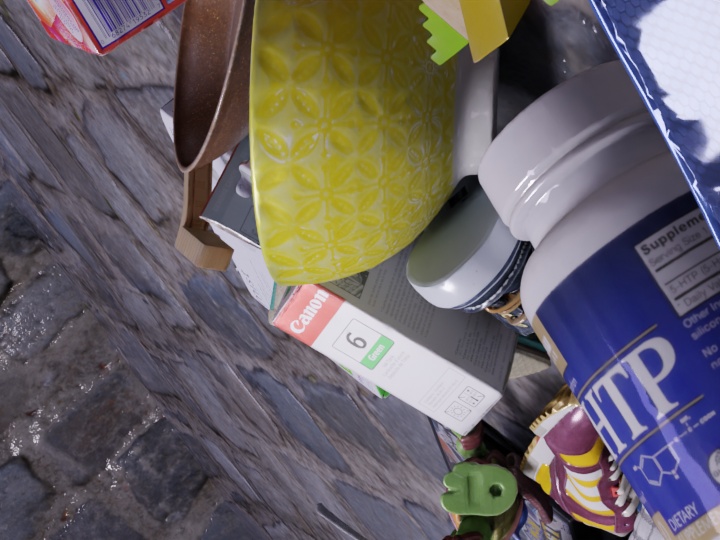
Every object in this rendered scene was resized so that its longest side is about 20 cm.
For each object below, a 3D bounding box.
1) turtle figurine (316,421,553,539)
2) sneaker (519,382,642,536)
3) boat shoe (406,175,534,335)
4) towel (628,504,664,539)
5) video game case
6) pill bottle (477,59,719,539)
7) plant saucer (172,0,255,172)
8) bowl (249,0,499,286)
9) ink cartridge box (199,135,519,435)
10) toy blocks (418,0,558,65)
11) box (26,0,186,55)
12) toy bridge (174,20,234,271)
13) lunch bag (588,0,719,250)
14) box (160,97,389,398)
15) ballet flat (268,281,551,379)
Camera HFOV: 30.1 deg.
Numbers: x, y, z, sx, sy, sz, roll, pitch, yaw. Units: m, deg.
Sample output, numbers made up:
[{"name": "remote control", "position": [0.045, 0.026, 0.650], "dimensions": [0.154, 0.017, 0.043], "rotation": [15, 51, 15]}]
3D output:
[{"name": "turtle figurine", "position": [0.045, 0.163, 0.970], "dimensions": [0.199, 0.144, 0.194], "rotation": [39, -178, -4]}, {"name": "sneaker", "position": [0.156, 0.111, 0.832], "dimensions": [0.090, 0.075, 0.200], "rotation": [39, 167, 16]}, {"name": "boat shoe", "position": [0.080, -0.003, 0.710], "dimensions": [0.091, 0.071, 0.200], "rotation": [47, -166, -9]}, {"name": "towel", "position": [0.215, 0.169, 0.628], "dimensions": [0.085, 0.167, 0.199], "rotation": [14, -172, -40]}, {"name": "video game case", "position": [0.142, 0.216, 1.147], "dimensions": [0.180, 0.025, 0.201], "rotation": [35, 157, 44]}, {"name": "pill bottle", "position": [0.137, 0.017, 0.569], "dimensions": [0.201, 0.119, 0.120], "rotation": [59, 166, 19]}, {"name": "plant saucer", "position": [-0.069, -0.153, 0.762], "dimensions": [0.200, 0.036, 0.203], "rotation": [-172, 90, -72]}, {"name": "bowl", "position": [0.015, -0.090, 0.671], "dimensions": [0.106, 0.202, 0.201], "rotation": [3, 150, 6]}, {"name": "ink cartridge box", "position": [0.000, 0.000, 0.791], "dimensions": [0.199, 0.109, 0.050], "rotation": [30, 132, -8]}, {"name": "toy blocks", "position": [0.035, -0.168, 0.458], "dimensions": [0.136, 0.100, 0.200], "rotation": [38, 152, -13]}, {"name": "box", "position": [-0.064, -0.187, 0.554], "dimensions": [0.100, 0.199, 0.095], "rotation": [59, 165, -26]}, {"name": "toy bridge", "position": [-0.081, -0.105, 0.858], "dimensions": [0.027, 0.202, 0.067], "rotation": [6, -160, -40]}, {"name": "lunch bag", "position": [0.163, -0.066, 0.340], "dimensions": [0.135, 0.132, 0.201], "rotation": [-5, 124, 50]}, {"name": "box", "position": [-0.034, -0.036, 0.965], "dimensions": [0.176, 0.096, 0.201], "rotation": [34, 156, 46]}, {"name": "ballet flat", "position": [0.030, 0.044, 0.870], "dimensions": [0.198, 0.063, 0.067], "rotation": [23, 180, -18]}]
